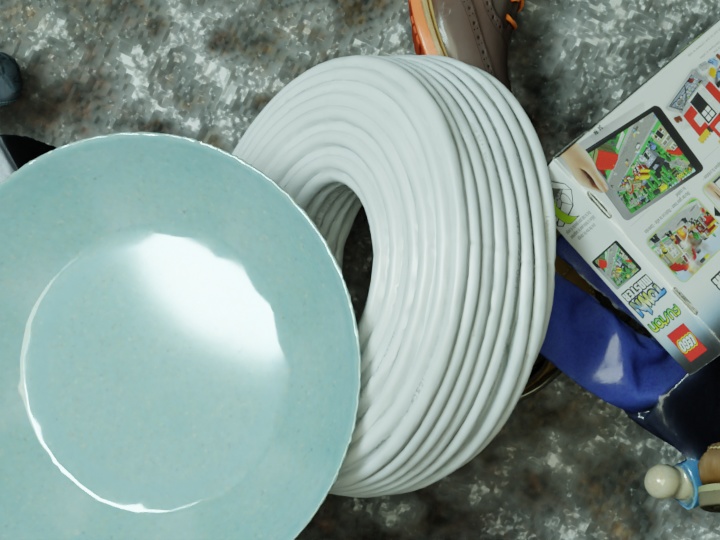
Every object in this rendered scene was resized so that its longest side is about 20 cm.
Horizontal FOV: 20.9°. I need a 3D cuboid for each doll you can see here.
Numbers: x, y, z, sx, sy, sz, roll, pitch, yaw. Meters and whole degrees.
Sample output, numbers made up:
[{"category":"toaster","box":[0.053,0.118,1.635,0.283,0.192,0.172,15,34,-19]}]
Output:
[{"category":"doll","box":[0.153,0.038,0.895,0.200,0.048,0.137,36,71,-16]}]

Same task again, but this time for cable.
[{"category":"cable","box":[0.000,0.000,0.869,0.069,0.200,0.201,8,91,-38]}]

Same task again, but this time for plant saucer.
[{"category":"plant saucer","box":[-0.093,0.042,0.839,0.200,0.039,0.202,0,89,13]}]

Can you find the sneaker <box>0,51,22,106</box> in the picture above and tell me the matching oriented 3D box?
[{"category":"sneaker","box":[-0.252,-0.055,0.958,0.199,0.078,0.087,-15,97,13]}]

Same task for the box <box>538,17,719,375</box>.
[{"category":"box","box":[0.177,-0.056,0.877,0.200,0.035,0.110,-39,85,-29]}]

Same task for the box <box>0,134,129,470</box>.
[{"category":"box","box":[-0.208,0.048,0.929,0.199,0.104,0.148,-28,87,5]}]

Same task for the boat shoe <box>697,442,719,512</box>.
[{"category":"boat shoe","box":[0.222,0.071,0.869,0.199,0.072,0.068,0,84,-38]}]

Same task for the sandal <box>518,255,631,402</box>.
[{"category":"sandal","box":[0.072,0.017,0.927,0.200,0.055,0.082,-38,86,3]}]

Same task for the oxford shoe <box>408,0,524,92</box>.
[{"category":"oxford shoe","box":[0.055,-0.134,0.925,0.072,0.071,0.201,-15,88,0]}]
